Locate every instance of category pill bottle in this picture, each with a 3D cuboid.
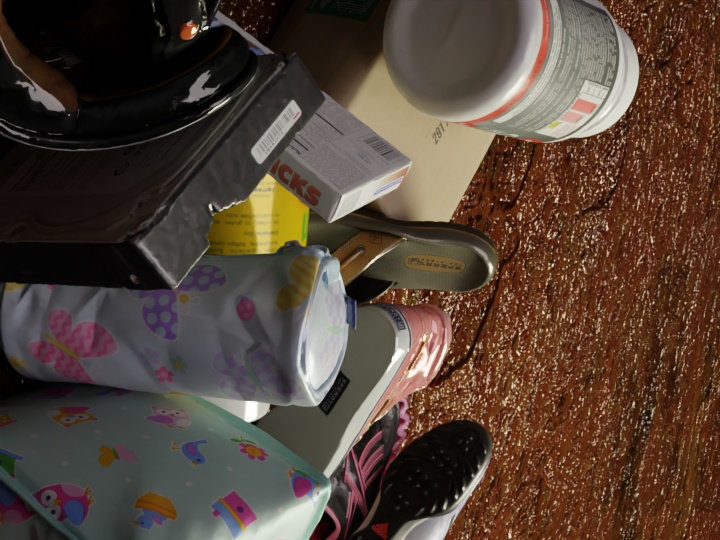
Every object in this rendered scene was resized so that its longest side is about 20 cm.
[{"bbox_3d":[-0.092,-0.006,0.836,0.111,0.111,0.200,-15,115,-54],"label":"pill bottle"},{"bbox_3d":[0.113,-0.150,0.898,0.200,0.116,0.116,3,100,-56],"label":"pill bottle"}]

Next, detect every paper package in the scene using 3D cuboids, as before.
[{"bbox_3d":[0.018,-0.130,0.963,0.200,0.103,0.191,-60,145,-21],"label":"paper package"}]

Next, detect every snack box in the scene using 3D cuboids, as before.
[{"bbox_3d":[-0.066,-0.105,0.763,0.072,0.200,0.024,-30,153,-47],"label":"snack box"}]

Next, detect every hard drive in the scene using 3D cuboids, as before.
[{"bbox_3d":[-0.128,-0.052,0.681,0.140,0.200,0.038,-54,125,-29],"label":"hard drive"}]

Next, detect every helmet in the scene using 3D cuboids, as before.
[{"bbox_3d":[-0.143,-0.161,0.624,0.200,0.191,0.200,-11,124,-17],"label":"helmet"}]

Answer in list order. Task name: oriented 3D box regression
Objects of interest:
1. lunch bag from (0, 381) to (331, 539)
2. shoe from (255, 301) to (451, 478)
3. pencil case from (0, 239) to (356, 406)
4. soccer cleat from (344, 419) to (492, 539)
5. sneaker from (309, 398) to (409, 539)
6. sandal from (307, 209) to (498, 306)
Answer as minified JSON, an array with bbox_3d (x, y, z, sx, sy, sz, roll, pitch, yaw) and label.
[{"bbox_3d":[-0.149,0.133,0.732,0.170,0.200,0.122,-18,131,-50],"label":"lunch bag"},{"bbox_3d":[-0.008,0.104,0.992,0.091,0.071,0.200,-2,133,-55],"label":"shoe"},{"bbox_3d":[-0.107,0.026,0.741,0.083,0.200,0.091,-53,143,-64],"label":"pencil case"},{"bbox_3d":[0.042,0.209,1.057,0.200,0.068,0.073,-53,146,-2],"label":"soccer cleat"},{"bbox_3d":[-0.019,0.154,1.060,0.095,0.079,0.200,-14,113,-42],"label":"sneaker"},{"bbox_3d":[0.000,0.000,0.915,0.082,0.200,0.055,110,-16,-53],"label":"sandal"}]
